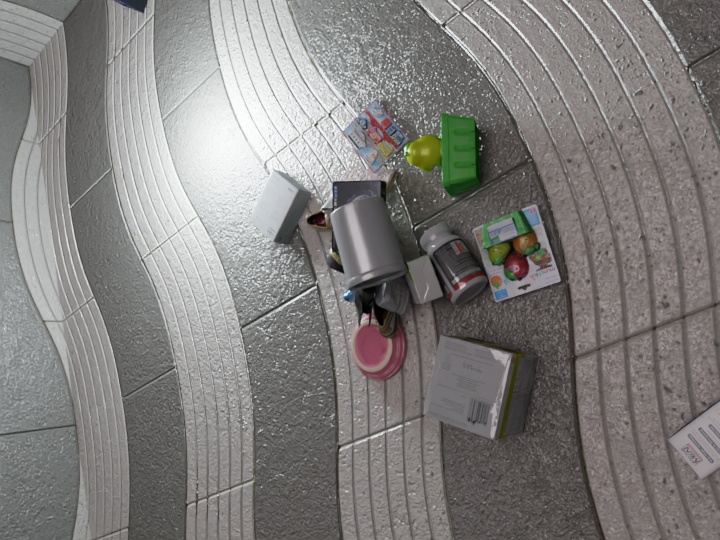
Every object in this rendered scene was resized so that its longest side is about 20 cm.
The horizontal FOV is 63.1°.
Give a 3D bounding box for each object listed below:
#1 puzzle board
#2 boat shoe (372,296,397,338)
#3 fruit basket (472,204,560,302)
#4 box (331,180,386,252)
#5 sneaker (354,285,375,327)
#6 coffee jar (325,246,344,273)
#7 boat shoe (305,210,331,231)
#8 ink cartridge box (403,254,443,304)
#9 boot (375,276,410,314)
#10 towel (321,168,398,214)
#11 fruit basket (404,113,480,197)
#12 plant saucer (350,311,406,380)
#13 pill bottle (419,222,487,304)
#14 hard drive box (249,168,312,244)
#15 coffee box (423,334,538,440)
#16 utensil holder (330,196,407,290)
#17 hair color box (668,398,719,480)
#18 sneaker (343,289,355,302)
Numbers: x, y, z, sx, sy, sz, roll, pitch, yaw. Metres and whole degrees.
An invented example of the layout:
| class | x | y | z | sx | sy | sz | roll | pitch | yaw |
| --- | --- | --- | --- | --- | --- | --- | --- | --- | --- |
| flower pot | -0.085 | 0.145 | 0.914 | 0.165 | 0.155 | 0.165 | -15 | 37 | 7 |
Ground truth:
| class | x | y | z | sx | sy | sz | roll | pitch | yaw |
| --- | --- | --- | --- | --- | --- | --- | --- | --- | --- |
| puzzle board | 0.044 | -0.418 | 1.815 | 0.150 | 0.017 | 0.202 | -41 | 62 | 8 |
| boat shoe | 0.073 | 0.090 | 1.705 | 0.073 | 0.069 | 0.205 | -14 | 58 | 17 |
| fruit basket | 0.393 | -0.042 | 1.500 | 0.182 | 0.093 | 0.206 | -20 | 77 | 32 |
| box | -0.005 | -0.152 | 1.674 | 0.156 | 0.043 | 0.207 | 4 | 94 | 27 |
| sneaker | 0.007 | 0.052 | 1.678 | 0.106 | 0.058 | 0.203 | 103 | 163 | -45 |
| coffee jar | -0.017 | -0.080 | 1.793 | 0.201 | 0.103 | 0.086 | -52 | 44 | 21 |
| boat shoe | -0.091 | -0.162 | 1.880 | 0.196 | 0.066 | 0.077 | -9 | 80 | 35 |
| ink cartridge box | 0.165 | 0.026 | 1.619 | 0.066 | 0.200 | 0.120 | -20 | 89 | -2 |
| boot | 0.093 | 0.033 | 1.678 | 0.073 | 0.094 | 0.204 | -36 | 38 | 42 |
| towel | -0.003 | -0.242 | 1.786 | 0.196 | 0.033 | 0.193 | 6 | 52 | 35 |
| fruit basket | 0.224 | -0.316 | 1.610 | 0.209 | 0.155 | 0.223 | -2 | 83 | 20 |
| plant saucer | 0.045 | 0.224 | 1.752 | 0.196 | 0.050 | 0.207 | -5 | 82 | 35 |
| pill bottle | 0.248 | -0.021 | 1.588 | 0.115 | 0.115 | 0.203 | -41 | 64 | 25 |
| hard drive box | -0.277 | -0.218 | 2.015 | 0.155 | 0.076 | 0.203 | 39 | 108 | 32 |
| coffee box | 0.304 | 0.284 | 1.466 | 0.196 | 0.196 | 0.206 | 12 | 90 | 36 |
| utensil holder | 0.019 | -0.070 | 1.548 | 0.167 | 0.168 | 0.206 | -21 | 81 | 32 |
| hair color box | 0.755 | 0.330 | 1.215 | 0.201 | 0.060 | 0.101 | -48 | 61 | 22 |
| sneaker | 0.000 | 0.000 | 1.771 | 0.203 | 0.089 | 0.079 | -57 | 23 | 11 |
